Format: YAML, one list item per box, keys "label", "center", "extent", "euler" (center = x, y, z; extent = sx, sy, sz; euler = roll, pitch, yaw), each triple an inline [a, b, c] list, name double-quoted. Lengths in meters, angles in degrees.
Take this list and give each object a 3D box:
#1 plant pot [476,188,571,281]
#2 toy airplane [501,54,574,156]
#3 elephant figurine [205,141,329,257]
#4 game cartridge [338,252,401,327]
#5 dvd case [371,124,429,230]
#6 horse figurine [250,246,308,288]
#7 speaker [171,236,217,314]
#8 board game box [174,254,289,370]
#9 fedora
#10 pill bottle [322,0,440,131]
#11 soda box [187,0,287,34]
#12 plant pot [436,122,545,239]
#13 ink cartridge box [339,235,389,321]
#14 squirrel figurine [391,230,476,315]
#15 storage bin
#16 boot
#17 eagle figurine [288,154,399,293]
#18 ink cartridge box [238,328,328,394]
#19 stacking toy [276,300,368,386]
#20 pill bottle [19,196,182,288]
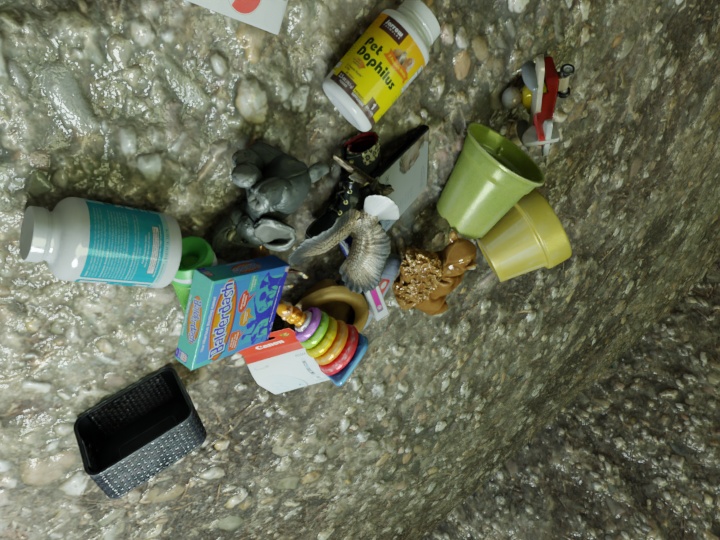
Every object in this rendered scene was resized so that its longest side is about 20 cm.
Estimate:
- label: "plant pot"
  center: [0.404, -0.076, 1.410]
  extent: [0.185, 0.204, 0.201]
  euler: [-31, 143, 9]
- label: "toy airplane"
  center: [0.363, -0.345, 1.167]
  extent: [0.199, 0.136, 0.207]
  euler: [-42, 141, -62]
- label: "elephant figurine"
  center: [-0.164, -0.097, 0.921]
  extent: [0.142, 0.152, 0.204]
  euler: [-54, 169, -47]
- label: "game cartridge"
  center: [0.003, 0.045, 1.253]
  extent: [0.130, 0.041, 0.204]
  euler: [11, 115, -42]
- label: "dvd case"
  center: [0.081, -0.176, 1.091]
  extent: [0.200, 0.017, 0.146]
  euler: [-48, 148, -36]
- label: "horse figurine"
  center: [-0.192, 0.030, 1.041]
  extent: [0.201, 0.050, 0.132]
  euler: [-47, 132, 9]
- label: "speaker"
  center: [-0.270, 0.041, 0.943]
  extent: [0.087, 0.089, 0.204]
  euler: [-27, 143, -21]
- label: "board game box"
  center: [-0.209, 0.063, 0.926]
  extent: [0.198, 0.044, 0.157]
  euler: [-16, 129, -60]
- label: "fedora"
  center: [-0.077, 0.086, 1.160]
  extent: [0.193, 0.083, 0.205]
  euler: [-12, 138, -11]
- label: "pill bottle"
  center: [0.037, -0.336, 0.895]
  extent: [0.201, 0.109, 0.109]
  euler: [-48, 142, 2]
- label: "soda box"
  center: [-0.185, -0.369, 0.696]
  extent: [0.196, 0.064, 0.070]
  euler: [1, 123, -44]
- label: "plant pot"
  center: [0.263, -0.179, 1.197]
  extent: [0.196, 0.203, 0.186]
  euler: [1, 134, -42]
- label: "ink cartridge box"
  center: [0.000, 0.000, 1.125]
  extent: [0.036, 0.095, 0.204]
  euler: [-29, 125, -7]
- label: "squirrel figurine"
  center: [0.167, 0.004, 1.216]
  extent: [0.196, 0.145, 0.186]
  euler: [-11, 159, -46]
- label: "storage bin"
  center: [-0.398, 0.293, 1.010]
  extent: [0.196, 0.135, 0.096]
  euler: [-29, 139, -20]
- label: "boot"
  center: [-0.032, -0.149, 1.019]
  extent: [0.202, 0.073, 0.157]
  euler: [-37, 144, -24]
- label: "eagle figurine"
  center: [-0.015, -0.064, 0.948]
  extent: [0.205, 0.149, 0.150]
  euler: [-63, 160, 4]
- label: "ink cartridge box"
  center: [-0.163, 0.193, 1.154]
  extent: [0.155, 0.049, 0.200]
  euler: [-17, 147, 18]
- label: "stacking toy"
  center: [-0.088, 0.116, 1.062]
  extent: [0.199, 0.115, 0.111]
  euler: [41, 81, -26]
- label: "pill bottle"
  center: [-0.362, -0.038, 0.780]
  extent: [0.196, 0.111, 0.113]
  euler: [8, 118, -46]
